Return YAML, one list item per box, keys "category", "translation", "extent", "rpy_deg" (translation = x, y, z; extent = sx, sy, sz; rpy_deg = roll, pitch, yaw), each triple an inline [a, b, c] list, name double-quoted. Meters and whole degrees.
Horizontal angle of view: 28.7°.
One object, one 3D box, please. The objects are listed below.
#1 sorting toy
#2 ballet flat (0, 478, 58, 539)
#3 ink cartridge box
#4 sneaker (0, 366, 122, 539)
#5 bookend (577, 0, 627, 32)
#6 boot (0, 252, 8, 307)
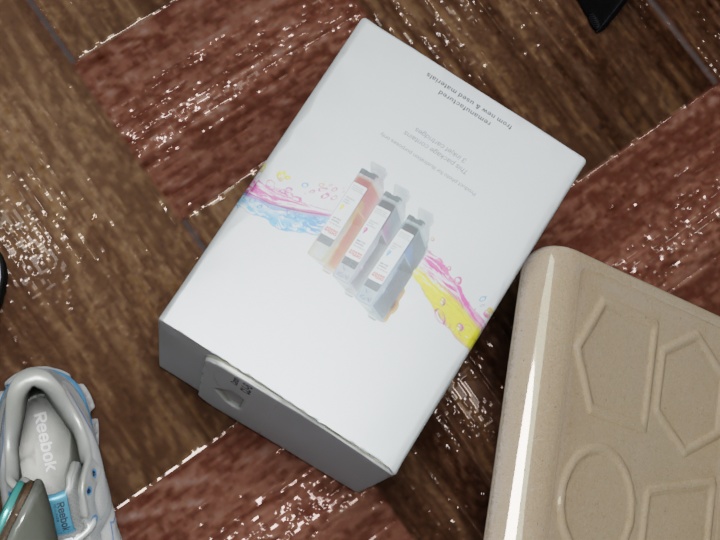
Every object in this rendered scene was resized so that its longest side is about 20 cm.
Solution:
- category: "sorting toy"
  translation: [0.154, 0.100, 0.800]
  extent: [0.200, 0.036, 0.185]
  rpy_deg: [20, 72, -34]
- category: "ballet flat"
  translation: [-0.179, 0.192, 0.713]
  extent: [0.064, 0.067, 0.200]
  rpy_deg: [26, 112, -6]
- category: "ink cartridge box"
  translation: [0.000, 0.000, 0.776]
  extent: [0.145, 0.145, 0.200]
  rpy_deg: [34, 76, 1]
- category: "sneaker"
  translation: [-0.160, 0.144, 0.751]
  extent: [0.075, 0.087, 0.200]
  rpy_deg: [-16, 81, -13]
- category: "bookend"
  translation: [0.195, -0.291, 0.898]
  extent: [0.199, 0.092, 0.200]
  rpy_deg: [-26, 82, -13]
- category: "boot"
  translation: [-0.239, 0.051, 0.724]
  extent: [0.079, 0.158, 0.211]
  rpy_deg: [6, 76, -6]
